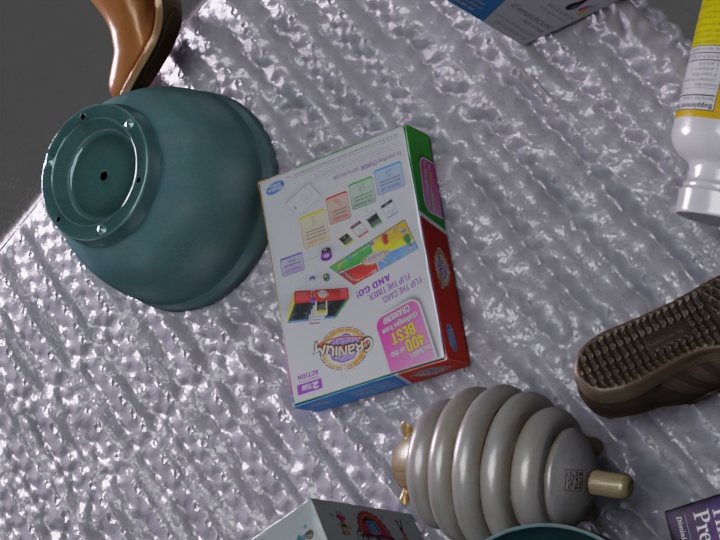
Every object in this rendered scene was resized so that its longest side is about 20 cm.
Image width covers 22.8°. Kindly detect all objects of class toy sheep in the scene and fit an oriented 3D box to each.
[{"bbox_3d":[0.110,0.147,1.315,0.199,0.138,0.139,-3,79,32],"label":"toy sheep"}]

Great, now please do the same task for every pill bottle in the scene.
[{"bbox_3d":[0.282,-0.131,1.273,0.104,0.104,0.201,12,88,34],"label":"pill bottle"}]

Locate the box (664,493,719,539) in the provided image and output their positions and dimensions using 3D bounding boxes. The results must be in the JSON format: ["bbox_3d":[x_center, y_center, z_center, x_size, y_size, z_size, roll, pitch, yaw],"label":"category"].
[{"bbox_3d":[0.305,0.241,1.205,0.141,0.079,0.201,-22,69,25],"label":"box"}]

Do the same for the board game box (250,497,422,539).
[{"bbox_3d":[-0.060,0.260,1.395,0.200,0.147,0.064,-36,61,22],"label":"board game box"}]

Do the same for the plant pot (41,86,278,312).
[{"bbox_3d":[-0.190,-0.072,1.552,0.199,0.134,0.201,-6,78,32],"label":"plant pot"}]

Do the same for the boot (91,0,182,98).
[{"bbox_3d":[-0.235,-0.260,1.602,0.155,0.077,0.201,22,114,5],"label":"boot"}]

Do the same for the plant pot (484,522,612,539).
[{"bbox_3d":[0.158,0.282,1.256,0.199,0.135,0.201,-7,77,31],"label":"plant pot"}]

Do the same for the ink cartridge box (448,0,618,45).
[{"bbox_3d":[0.160,-0.292,1.358,0.199,0.146,0.147,-22,69,28],"label":"ink cartridge box"}]

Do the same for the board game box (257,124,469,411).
[{"bbox_3d":[0.000,0.000,1.470,0.152,0.040,0.201,-18,71,29],"label":"board game box"}]

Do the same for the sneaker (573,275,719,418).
[{"bbox_3d":[0.251,0.053,1.287,0.199,0.076,0.071,-16,60,7],"label":"sneaker"}]
